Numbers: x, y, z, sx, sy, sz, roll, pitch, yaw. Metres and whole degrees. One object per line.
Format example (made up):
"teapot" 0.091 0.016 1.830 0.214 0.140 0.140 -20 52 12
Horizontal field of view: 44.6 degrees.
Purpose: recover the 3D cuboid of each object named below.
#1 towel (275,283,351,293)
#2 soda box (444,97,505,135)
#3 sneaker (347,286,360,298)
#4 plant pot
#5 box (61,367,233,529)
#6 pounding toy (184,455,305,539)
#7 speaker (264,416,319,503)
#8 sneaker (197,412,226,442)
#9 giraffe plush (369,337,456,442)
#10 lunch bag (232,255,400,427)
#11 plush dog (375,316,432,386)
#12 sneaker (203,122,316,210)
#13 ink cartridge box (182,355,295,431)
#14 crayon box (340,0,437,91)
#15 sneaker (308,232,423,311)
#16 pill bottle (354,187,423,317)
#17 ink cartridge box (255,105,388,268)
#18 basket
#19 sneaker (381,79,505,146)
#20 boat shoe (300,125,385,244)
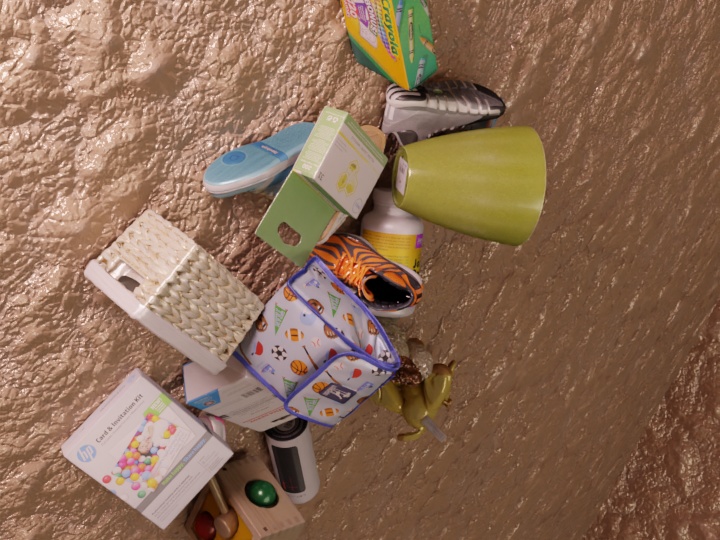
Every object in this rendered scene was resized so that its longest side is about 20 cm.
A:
"towel" -0.072 0.068 1.477 0.199 0.030 0.147 -17 131 -43
"soda box" 0.171 -0.203 1.472 0.068 0.063 0.201 -33 147 -64
"sneaker" -0.041 0.104 1.374 0.081 0.115 0.200 43 64 -45
"plant pot" 0.154 -0.137 1.354 0.199 0.187 0.188 3 122 -14
"box" -0.310 0.265 1.297 0.156 0.041 0.200 -46 116 -8
"pounding toy" -0.214 0.411 1.491 0.142 0.184 0.201 -5 131 -46
"speaker" -0.123 0.336 1.595 0.081 0.081 0.201 -32 139 -26
"sneaker" -0.291 0.304 1.378 0.200 0.081 0.088 -51 143 3
"giraffe plush" 0.125 0.228 1.727 0.172 0.201 0.162 -31 177 22
"lunch bag" -0.061 0.115 1.260 0.170 0.200 0.124 -44 -178 33
"plush dog" 0.015 0.143 1.462 0.199 0.172 0.161 -11 109 7
"sneaker" -0.124 -0.114 1.226 0.199 0.079 0.131 -28 136 -29
"ink cartridge box" -0.173 0.186 1.387 0.116 0.068 0.200 -24 148 18
"crayon box" 0.031 -0.351 1.166 0.058 0.119 0.201 -39 141 -18
"sneaker" 0.000 0.000 1.341 0.112 0.199 0.078 -31 142 -74
"pill bottle" 0.048 -0.031 1.437 0.104 0.104 0.201 -6 106 -45
"ink cartridge box" -0.050 -0.107 1.224 0.201 0.048 0.145 -63 149 -8
"basket" -0.240 0.029 1.172 0.124 0.135 0.200 -51 144 -9
"sneaker" 0.123 -0.235 1.386 0.199 0.075 0.116 2 133 -18
"boat shoe" -0.028 -0.128 1.336 0.201 0.071 0.069 -56 168 -4
